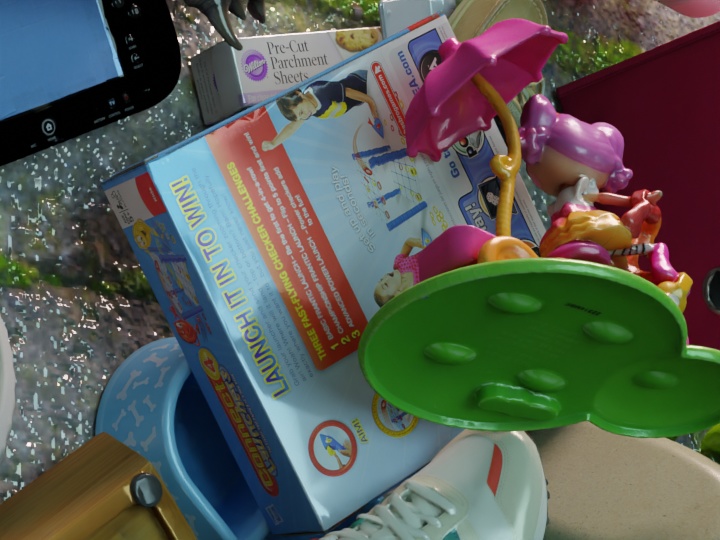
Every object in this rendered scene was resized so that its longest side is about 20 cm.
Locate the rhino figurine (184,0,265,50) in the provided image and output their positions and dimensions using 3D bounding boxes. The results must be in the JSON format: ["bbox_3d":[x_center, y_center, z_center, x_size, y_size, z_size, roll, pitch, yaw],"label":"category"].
[{"bbox_3d":[-0.072,-0.208,1.124,0.087,0.060,0.201,12,60,-37],"label":"rhino figurine"}]

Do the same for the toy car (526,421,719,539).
[{"bbox_3d":[0.149,0.183,1.092,0.164,0.157,0.201,-43,132,-32],"label":"toy car"}]

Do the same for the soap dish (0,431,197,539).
[{"bbox_3d":[-0.139,0.188,0.953,0.200,0.081,0.158,-37,102,-39],"label":"soap dish"}]

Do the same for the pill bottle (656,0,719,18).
[{"bbox_3d":[0.157,-0.238,1.300,0.199,0.119,0.120,23,64,-34],"label":"pill bottle"}]

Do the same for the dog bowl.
[{"bbox_3d":[-0.049,0.119,1.070,0.200,0.049,0.112,54,50,-15],"label":"dog bowl"}]

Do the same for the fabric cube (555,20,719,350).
[{"bbox_3d":[0.273,-0.052,1.293,0.199,0.196,0.200,-10,84,-41],"label":"fabric cube"}]

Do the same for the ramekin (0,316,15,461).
[{"bbox_3d":[-0.236,0.051,0.869,0.201,0.094,0.203,15,57,-24],"label":"ramekin"}]

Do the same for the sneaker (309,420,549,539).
[{"bbox_3d":[0.015,0.141,0.970,0.200,0.070,0.094,-53,137,-17],"label":"sneaker"}]

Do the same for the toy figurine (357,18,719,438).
[{"bbox_3d":[0.093,-0.032,1.001,0.199,0.150,0.185,16,54,-26],"label":"toy figurine"}]

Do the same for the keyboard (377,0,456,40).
[{"bbox_3d":[0.044,-0.059,1.194,0.056,0.011,0.201,-16,103,-35],"label":"keyboard"}]

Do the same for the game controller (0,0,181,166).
[{"bbox_3d":[-0.173,-0.111,1.036,0.200,0.042,0.105,-27,95,-41],"label":"game controller"}]

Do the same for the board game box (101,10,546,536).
[{"bbox_3d":[0.000,0.000,1.053,0.195,0.056,0.201,-29,97,-30],"label":"board game box"}]

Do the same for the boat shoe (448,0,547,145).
[{"bbox_3d":[0.063,-0.072,1.160,0.073,0.063,0.201,37,73,-33],"label":"boat shoe"}]

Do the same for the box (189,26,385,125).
[{"bbox_3d":[-0.005,-0.114,1.180,0.199,0.039,0.042,-9,84,-41],"label":"box"}]
